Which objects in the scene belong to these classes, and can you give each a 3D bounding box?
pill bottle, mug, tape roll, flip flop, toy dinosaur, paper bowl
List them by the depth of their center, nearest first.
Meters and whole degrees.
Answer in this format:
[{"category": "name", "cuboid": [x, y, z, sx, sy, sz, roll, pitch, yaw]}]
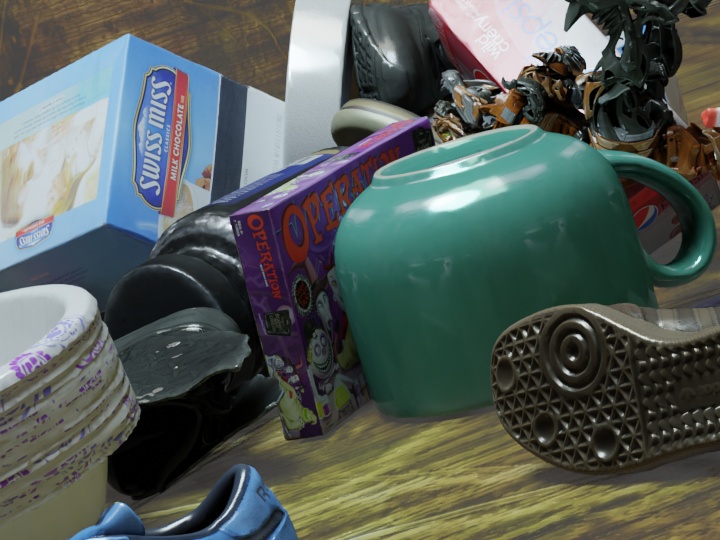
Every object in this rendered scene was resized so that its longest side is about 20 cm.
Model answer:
[{"category": "paper bowl", "cuboid": [-0.197, 0.093, 1.242, 0.200, 0.105, 0.201, -21, 13, 5]}, {"category": "mug", "cuboid": [0.072, -0.011, 1.352, 0.151, 0.115, 0.185, -10, 12, 38]}, {"category": "toy dinosaur", "cuboid": [0.140, -0.093, 1.447, 0.199, 0.137, 0.102, 5, 12, 0]}, {"category": "pill bottle", "cuboid": [-0.050, 0.008, 1.478, 0.111, 0.112, 0.200, -11, 11, 35]}, {"category": "flip flop", "cuboid": [0.060, -0.040, 1.545, 0.199, 0.081, 0.058, 25, 66, 25]}, {"category": "tape roll", "cuboid": [-0.022, -0.086, 1.711, 0.037, 0.204, 0.203, 2, 11, 4]}]

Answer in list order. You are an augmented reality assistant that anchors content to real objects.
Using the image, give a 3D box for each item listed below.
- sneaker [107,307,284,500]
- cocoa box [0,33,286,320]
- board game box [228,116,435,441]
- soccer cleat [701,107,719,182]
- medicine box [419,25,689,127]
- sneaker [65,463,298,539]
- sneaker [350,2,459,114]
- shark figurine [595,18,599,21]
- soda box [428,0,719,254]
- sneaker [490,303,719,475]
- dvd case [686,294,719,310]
[{"category": "sneaker", "cuboid": [-0.122, 0.078, 1.343, 0.199, 0.060, 0.104, -28, 21, 19]}, {"category": "cocoa box", "cuboid": [-0.159, -0.039, 1.670, 0.131, 0.134, 0.200, 23, -29, -35]}, {"category": "board game box", "cuboid": [0.000, 0.000, 1.411, 0.032, 0.121, 0.200, -12, 11, 29]}, {"category": "soccer cleat", "cuboid": [0.255, -0.061, 1.473, 0.077, 0.070, 0.200, 7, 7, -19]}, {"category": "medicine box", "cuboid": [0.106, -0.072, 1.693, 0.199, 0.103, 0.182, -17, 9, 10]}, {"category": "sneaker", "cuboid": [-0.112, 0.132, 0.972, 0.199, 0.079, 0.066, -23, 13, -24]}, {"category": "sneaker", "cuboid": [0.042, -0.138, 1.675, 0.090, 0.076, 0.200, -7, 15, 7]}, {"category": "shark figurine", "cuboid": [0.227, -0.138, 1.560, 0.090, 0.214, 0.128, -47, -28, -14]}, {"category": "soda box", "cuboid": [0.122, -0.099, 1.544, 0.070, 0.063, 0.200, -36, 56, -4]}, {"category": "sneaker", "cuboid": [0.142, 0.047, 1.094, 0.075, 0.071, 0.199, 0, -2, -43]}, {"category": "dvd case", "cuboid": [0.247, 0.003, 1.256, 0.199, 0.016, 0.148, -22, 10, -29]}]
